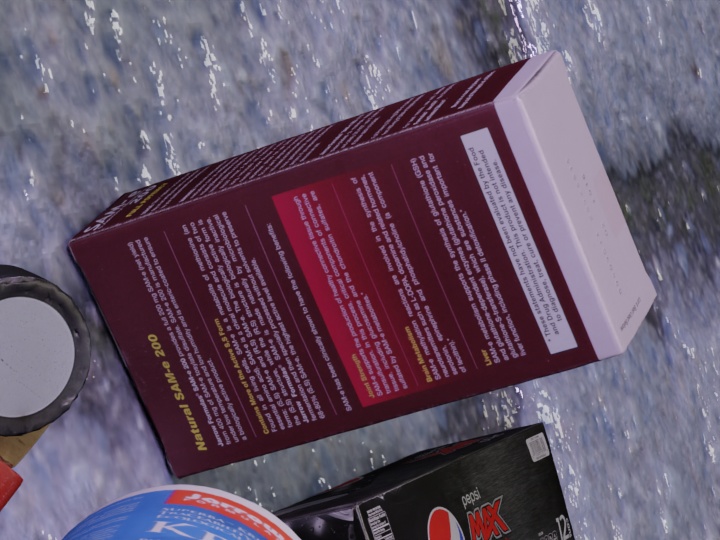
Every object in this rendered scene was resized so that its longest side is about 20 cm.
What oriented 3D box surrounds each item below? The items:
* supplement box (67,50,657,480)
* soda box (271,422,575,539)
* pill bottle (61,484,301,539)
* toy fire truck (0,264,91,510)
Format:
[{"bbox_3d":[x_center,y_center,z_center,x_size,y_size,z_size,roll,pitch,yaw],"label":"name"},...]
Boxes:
[{"bbox_3d":[0.000,0.000,1.040,0.109,0.199,0.061,67,25,-14],"label":"supplement box"},{"bbox_3d":[0.021,0.117,1.162,0.200,0.071,0.064,-14,89,-64],"label":"soda box"},{"bbox_3d":[-0.065,0.133,0.902,0.200,0.112,0.113,-66,137,-82],"label":"pill bottle"},{"bbox_3d":[-0.192,0.046,0.740,0.176,0.129,0.200,42,80,-27],"label":"toy fire truck"}]
